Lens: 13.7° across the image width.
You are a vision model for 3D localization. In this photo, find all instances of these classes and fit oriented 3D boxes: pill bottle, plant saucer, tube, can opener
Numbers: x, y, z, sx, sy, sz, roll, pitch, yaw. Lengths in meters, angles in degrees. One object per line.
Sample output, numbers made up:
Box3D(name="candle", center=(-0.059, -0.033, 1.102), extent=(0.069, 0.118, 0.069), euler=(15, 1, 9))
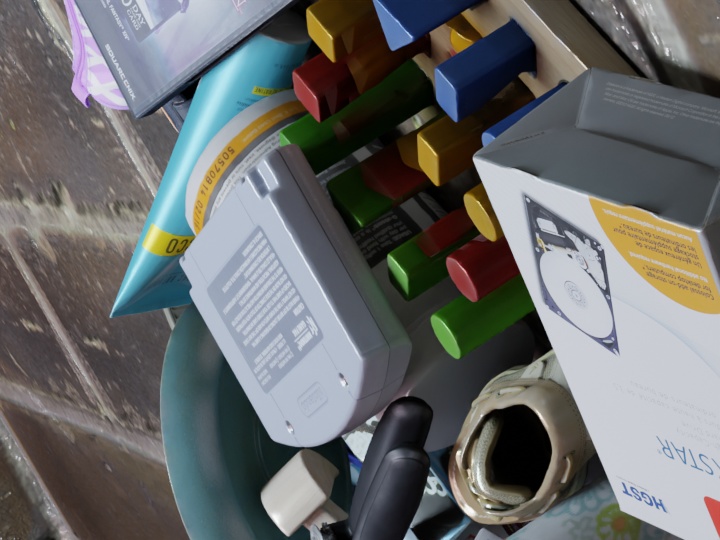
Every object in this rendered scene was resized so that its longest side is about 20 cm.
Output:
Box3D(name="pill bottle", center=(0.000, 0.000, 1.652), extent=(0.200, 0.116, 0.117), euler=(49, 162, 31))
Box3D(name="plant saucer", center=(-0.055, 0.108, 1.774), extent=(0.200, 0.027, 0.201), euler=(41, -139, -49))
Box3D(name="tube", center=(-0.085, -0.060, 1.717), extent=(0.050, 0.077, 0.200), euler=(44, 124, 35))
Box3D(name="can opener", center=(0.015, 0.126, 1.606), extent=(0.200, 0.078, 0.064), euler=(98, 168, -54))

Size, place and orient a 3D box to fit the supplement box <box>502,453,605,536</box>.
Box3D(name="supplement box", center=(0.120, 0.111, 1.600), extent=(0.109, 0.061, 0.200), euler=(56, 164, 5))

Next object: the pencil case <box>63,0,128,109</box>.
Box3D(name="pencil case", center=(-0.154, -0.185, 1.828), extent=(0.084, 0.085, 0.200), euler=(45, 161, 34))

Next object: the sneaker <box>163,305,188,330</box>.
Box3D(name="sneaker", center=(-0.083, 0.076, 2.135), extent=(0.200, 0.075, 0.106), euler=(54, 162, 9))

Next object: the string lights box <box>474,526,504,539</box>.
Box3D(name="string lights box", center=(0.137, 0.221, 1.612), extent=(0.200, 0.059, 0.103), euler=(29, 164, 10))

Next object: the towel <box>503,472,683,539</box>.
Box3D(name="towel", center=(0.148, 0.198, 1.474), extent=(0.200, 0.171, 0.048), euler=(60, 167, -11))

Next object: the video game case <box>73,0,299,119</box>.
Box3D(name="video game case", center=(-0.105, -0.183, 1.643), extent=(0.200, 0.019, 0.143), euler=(-31, 85, 54))

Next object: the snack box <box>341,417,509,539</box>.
Box3D(name="snack box", center=(0.029, 0.090, 1.765), extent=(0.200, 0.037, 0.116), euler=(52, -160, 28))

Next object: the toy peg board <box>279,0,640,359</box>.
Box3D(name="toy peg board", center=(0.040, -0.069, 1.425), extent=(0.200, 0.098, 0.199), euler=(49, 163, 26))

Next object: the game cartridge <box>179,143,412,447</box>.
Box3D(name="game cartridge", center=(-0.033, 0.022, 1.544), extent=(0.134, 0.040, 0.200), euler=(64, 161, 6))

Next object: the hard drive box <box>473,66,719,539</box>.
Box3D(name="hard drive box", center=(0.152, 0.026, 1.269), extent=(0.156, 0.077, 0.200), euler=(21, 142, 54))

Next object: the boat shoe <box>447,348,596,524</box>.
Box3D(name="boat shoe", center=(0.077, 0.087, 1.468), extent=(0.072, 0.065, 0.200), euler=(56, 155, 6))

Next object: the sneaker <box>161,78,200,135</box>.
Box3D(name="sneaker", center=(-0.073, -0.094, 1.771), extent=(0.079, 0.078, 0.200), euler=(51, 175, 39))

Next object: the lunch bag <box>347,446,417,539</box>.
Box3D(name="lunch bag", center=(0.006, 0.185, 1.980), extent=(0.200, 0.127, 0.170), euler=(50, 166, -7))

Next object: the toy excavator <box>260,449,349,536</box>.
Box3D(name="toy excavator", center=(0.044, 0.188, 1.759), extent=(0.195, 0.100, 0.200), euler=(50, -169, 18))
